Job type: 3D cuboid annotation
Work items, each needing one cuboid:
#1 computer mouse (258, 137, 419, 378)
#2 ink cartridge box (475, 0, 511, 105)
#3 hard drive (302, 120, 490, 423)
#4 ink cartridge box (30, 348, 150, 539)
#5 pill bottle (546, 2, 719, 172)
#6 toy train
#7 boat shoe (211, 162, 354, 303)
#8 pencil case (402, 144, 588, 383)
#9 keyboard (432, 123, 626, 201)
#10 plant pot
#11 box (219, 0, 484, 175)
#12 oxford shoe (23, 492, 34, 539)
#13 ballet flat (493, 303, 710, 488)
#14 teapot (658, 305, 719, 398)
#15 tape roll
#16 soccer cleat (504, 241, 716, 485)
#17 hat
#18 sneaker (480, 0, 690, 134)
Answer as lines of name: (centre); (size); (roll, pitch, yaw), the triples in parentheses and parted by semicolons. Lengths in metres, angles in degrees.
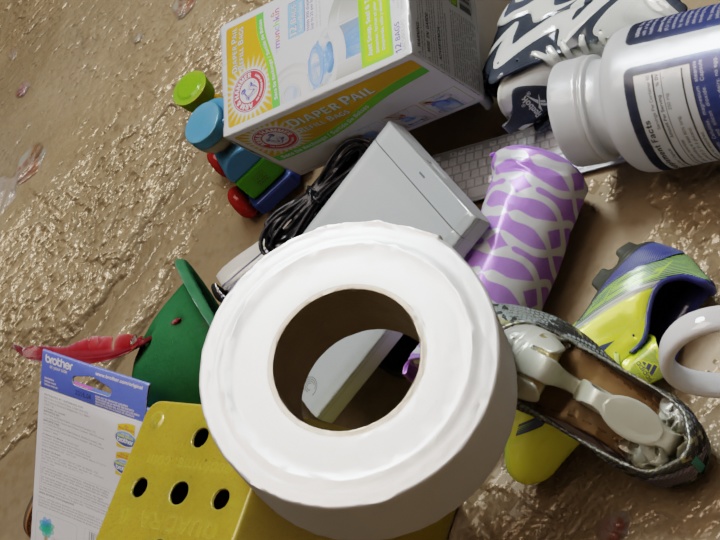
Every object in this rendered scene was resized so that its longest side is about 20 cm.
computer mouse: (0.024, -0.013, 1.280); (0.200, 0.046, 0.141); (43, 96, 26)
ink cartridge box: (0.027, -0.218, 1.425); (0.200, 0.084, 0.145); (-5, 59, 39)
hard drive: (0.000, 0.000, 1.223); (0.200, 0.027, 0.132); (-52, 48, 16)
ink cartridge box: (-0.214, 0.170, 1.296); (0.119, 0.042, 0.201); (14, 108, 31)
pill bottle: (0.242, -0.133, 1.146); (0.199, 0.111, 0.111); (-9, 55, 32)
toy train: (-0.133, -0.148, 1.492); (0.085, 0.116, 0.200); (-41, 42, 10)
boat shoe: (-0.028, -0.010, 1.346); (0.200, 0.075, 0.093); (-42, 57, 11)
pencil case: (0.104, -0.002, 1.200); (0.085, 0.084, 0.200); (13, 70, 30)
keyboard: (0.139, -0.092, 1.292); (0.200, 0.011, 0.056); (-14, 53, 34)
plant pot: (-0.075, 0.194, 1.148); (0.200, 0.176, 0.200); (1, 61, 41)
box: (-0.010, -0.171, 1.298); (0.200, 0.101, 0.113); (-19, 63, 34)
oxford shoe: (-0.210, 0.180, 1.360); (0.200, 0.071, 0.071); (-41, 47, 9)
ballet flat: (0.143, 0.077, 1.054); (0.200, 0.072, 0.072); (30, 81, 16)
teapot: (0.312, 0.025, 0.953); (0.197, 0.146, 0.200); (28, 82, 49)
tape roll: (0.000, 0.070, 1.028); (0.202, 0.071, 0.203); (-7, 62, 13)
soccer cleat: (0.173, 0.069, 1.106); (0.084, 0.065, 0.200); (31, 84, 43)
hat: (-0.178, 0.101, 1.289); (0.176, 0.166, 0.200); (-30, 7, -2)
sneaker: (0.168, -0.161, 1.258); (0.199, 0.079, 0.130); (13, 66, 46)
